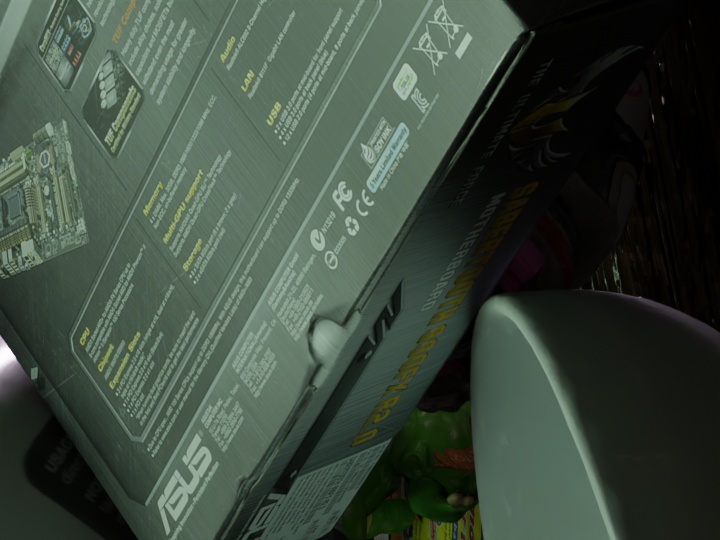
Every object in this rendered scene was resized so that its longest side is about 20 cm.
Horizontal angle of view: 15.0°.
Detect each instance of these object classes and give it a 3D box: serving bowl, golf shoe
[{"bbox_3d":[0.077,0.097,0.560,0.200,0.066,0.201,168,90,-83],"label":"serving bowl"},{"bbox_3d":[0.000,0.000,0.701,0.073,0.092,0.200,50,142,-16],"label":"golf shoe"}]

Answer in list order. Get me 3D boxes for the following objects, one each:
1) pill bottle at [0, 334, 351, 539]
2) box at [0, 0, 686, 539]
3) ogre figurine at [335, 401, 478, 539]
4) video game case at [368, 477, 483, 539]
[{"bbox_3d":[-0.072,0.084,0.686,0.200,0.111,0.111,37,176,-5],"label":"pill bottle"},{"bbox_3d":[-0.032,-0.047,0.598,0.159,0.048,0.200,53,138,22],"label":"box"},{"bbox_3d":[-0.018,0.064,0.819,0.098,0.200,0.120,33,139,11],"label":"ogre figurine"},{"bbox_3d":[0.027,0.045,0.901,0.181,0.025,0.201,-127,36,-65],"label":"video game case"}]
